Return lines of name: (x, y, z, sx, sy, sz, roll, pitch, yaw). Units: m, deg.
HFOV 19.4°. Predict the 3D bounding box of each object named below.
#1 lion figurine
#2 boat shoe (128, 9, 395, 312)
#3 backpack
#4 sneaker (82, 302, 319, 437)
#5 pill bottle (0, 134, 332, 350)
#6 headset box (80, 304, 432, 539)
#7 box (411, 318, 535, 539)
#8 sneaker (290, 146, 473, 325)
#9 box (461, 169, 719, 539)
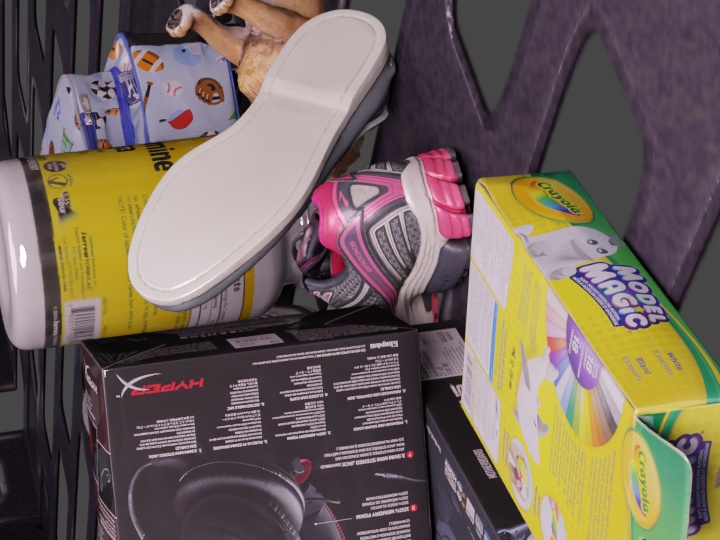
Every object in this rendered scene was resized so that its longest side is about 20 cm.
lion figurine: (-0.046, -0.152, 1.175, 0.072, 0.122, 0.200, -26, 51, 40)
boat shoe: (-0.043, -0.045, 1.064, 0.073, 0.200, 0.062, 20, 148, 25)
backpack: (-0.135, -0.049, 1.436, 0.200, 0.154, 0.191, 111, 140, -59)
sneaker: (-0.071, 0.068, 1.368, 0.200, 0.121, 0.084, -20, 83, 34)
pill bottle: (-0.113, -0.021, 1.244, 0.112, 0.200, 0.113, 172, 90, -75)
headset box: (-0.046, 0.126, 0.987, 0.075, 0.149, 0.200, -151, 54, -73)
box: (0.056, 0.141, 0.989, 0.200, 0.044, 0.160, -119, 26, -54)
sneaker: (0.000, 0.000, 1.073, 0.200, 0.075, 0.081, 107, 152, -59)
box: (0.092, 0.057, 0.808, 0.200, 0.048, 0.117, -115, 23, -55)
